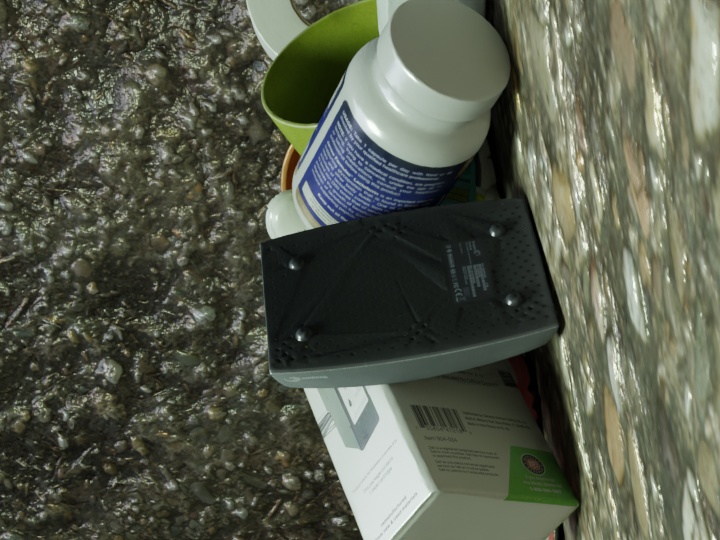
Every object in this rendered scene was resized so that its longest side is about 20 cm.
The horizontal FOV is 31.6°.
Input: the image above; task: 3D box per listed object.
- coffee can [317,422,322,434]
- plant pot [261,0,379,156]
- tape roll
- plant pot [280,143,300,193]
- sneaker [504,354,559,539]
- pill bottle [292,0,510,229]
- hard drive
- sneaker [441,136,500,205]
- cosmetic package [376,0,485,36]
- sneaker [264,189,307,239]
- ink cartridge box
[{"bbox_3d":[0.037,0.106,1.525,0.146,0.198,0.148,170,90,-89],"label":"coffee can"},{"bbox_3d":[0.030,-0.125,1.218,0.188,0.186,0.201,-100,-15,-50],"label":"plant pot"},{"bbox_3d":[-0.027,-0.307,1.412,0.071,0.200,0.205,119,142,-88],"label":"tape roll"},{"bbox_3d":[0.016,-0.121,1.543,0.140,0.198,0.202,-61,-35,-64],"label":"plant pot"},{"bbox_3d":[0.111,0.168,1.057,0.074,0.086,0.202,79,-179,-82],"label":"sneaker"},{"bbox_3d":[0.029,-0.104,0.954,0.200,0.115,0.117,124,142,-53],"label":"pill bottle"},{"bbox_3d":[0.032,0.019,0.900,0.043,0.198,0.136,79,-179,-49],"label":"hard drive"},{"bbox_3d":[0.077,-0.061,1.064,0.078,0.079,0.202,80,-179,-71],"label":"sneaker"},{"bbox_3d":[0.052,-0.221,0.986,0.201,0.080,0.114,80,-178,-57],"label":"cosmetic package"},{"bbox_3d":[0.000,0.000,1.226,0.199,0.080,0.130,45,178,-24],"label":"sneaker"},{"bbox_3d":[0.050,0.112,0.945,0.084,0.144,0.201,-53,43,29],"label":"ink cartridge box"}]
